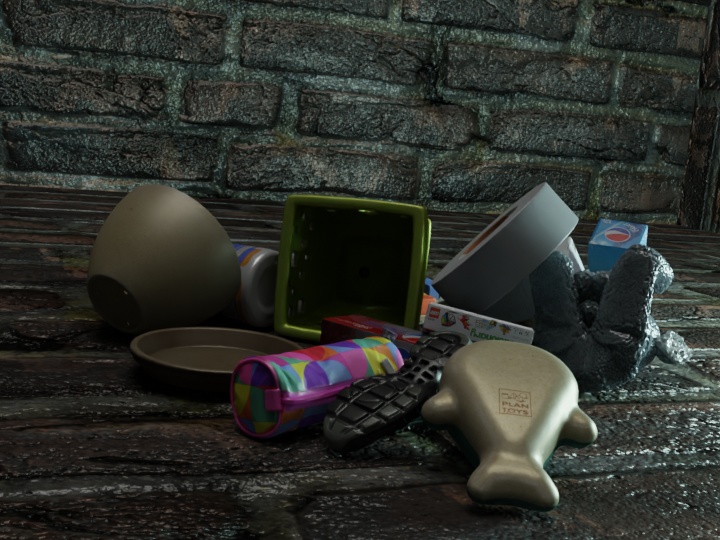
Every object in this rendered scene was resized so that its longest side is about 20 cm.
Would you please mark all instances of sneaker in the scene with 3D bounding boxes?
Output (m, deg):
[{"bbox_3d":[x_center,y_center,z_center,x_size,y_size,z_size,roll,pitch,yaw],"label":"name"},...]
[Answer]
[{"bbox_3d":[0.047,0.134,0.951,0.200,0.079,0.075,-28,34,-37],"label":"sneaker"}]

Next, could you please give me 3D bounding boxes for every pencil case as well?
[{"bbox_3d":[-0.036,0.114,0.974,0.088,0.088,0.200,14,15,43],"label":"pencil case"}]

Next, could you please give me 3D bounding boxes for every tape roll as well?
[{"bbox_3d":[0.186,-0.025,1.250,0.066,0.200,0.200,48,11,-1],"label":"tape roll"}]

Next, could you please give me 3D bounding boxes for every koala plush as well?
[{"bbox_3d":[0.328,0.082,1.255,0.177,0.184,0.200,-3,-18,33],"label":"koala plush"}]

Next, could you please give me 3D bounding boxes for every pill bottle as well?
[{"bbox_3d":[-0.208,0.014,1.391,0.200,0.112,0.112,9,10,31],"label":"pill bottle"}]

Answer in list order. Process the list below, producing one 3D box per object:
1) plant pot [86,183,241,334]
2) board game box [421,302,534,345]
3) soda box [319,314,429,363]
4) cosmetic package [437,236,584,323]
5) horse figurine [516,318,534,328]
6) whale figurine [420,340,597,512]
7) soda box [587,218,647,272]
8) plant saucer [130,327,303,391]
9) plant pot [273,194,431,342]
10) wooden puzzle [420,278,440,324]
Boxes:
[{"bbox_3d":[-0.275,0.007,1.253,0.200,0.200,0.134,10,39,28],"label":"plant pot"},{"bbox_3d":[0.140,0.081,1.203,0.126,0.035,0.200,14,-7,5],"label":"board game box"},{"bbox_3d":[0.044,0.104,1.140,0.200,0.063,0.070,13,11,40],"label":"soda box"},{"bbox_3d":[0.220,0.028,1.392,0.200,0.074,0.102,-18,16,22],"label":"cosmetic package"},{"bbox_3d":[0.266,0.087,1.422,0.200,0.050,0.133,-1,3,-18],"label":"horse figurine"},{"bbox_3d":[0.132,0.151,0.874,0.159,0.104,0.200,6,34,0],"label":"whale figurine"},{"bbox_3d":[0.357,0.029,1.347,0.068,0.200,0.064,10,41,24],"label":"soda box"},{"bbox_3d":[-0.161,0.101,1.099,0.200,0.030,0.200,5,9,-1],"label":"plant saucer"},{"bbox_3d":[0.000,0.000,1.375,0.200,0.199,0.181,6,2,11],"label":"plant pot"},{"bbox_3d":[0.099,0.047,1.575,0.200,0.046,0.185,1,10,-26],"label":"wooden puzzle"}]
